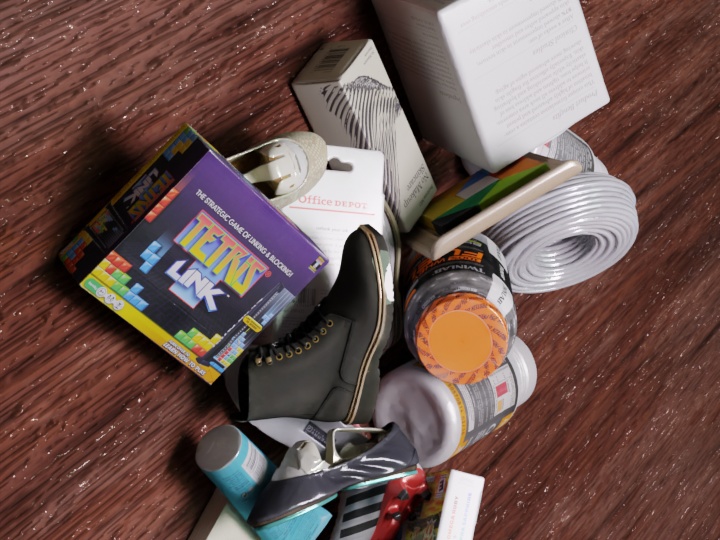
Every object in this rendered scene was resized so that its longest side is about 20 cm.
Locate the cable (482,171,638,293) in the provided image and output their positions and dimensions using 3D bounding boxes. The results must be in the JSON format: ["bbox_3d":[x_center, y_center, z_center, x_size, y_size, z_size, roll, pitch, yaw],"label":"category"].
[{"bbox_3d":[0.238,-0.044,1.961,0.198,0.200,0.070,-10,62,-15],"label":"cable"}]

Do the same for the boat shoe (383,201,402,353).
[{"bbox_3d":[0.000,0.000,1.740,0.068,0.074,0.202,-39,122,-53],"label":"boat shoe"}]

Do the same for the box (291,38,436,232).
[{"bbox_3d":[0.006,-0.140,1.749,0.082,0.068,0.201,-56,132,-37],"label":"box"}]

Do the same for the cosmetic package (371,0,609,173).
[{"bbox_3d":[0.140,-0.247,1.803,0.167,0.166,0.201,-31,120,-16],"label":"cosmetic package"}]

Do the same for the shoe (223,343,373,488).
[{"bbox_3d":[-0.065,0.141,1.667,0.200,0.091,0.072,41,89,-16],"label":"shoe"}]

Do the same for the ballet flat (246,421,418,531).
[{"bbox_3d":[-0.032,0.190,1.584,0.199,0.073,0.074,-16,104,-34],"label":"ballet flat"}]

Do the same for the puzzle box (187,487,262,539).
[{"bbox_3d":[-0.136,0.315,1.604,0.133,0.025,0.201,58,48,-37],"label":"puzzle box"}]

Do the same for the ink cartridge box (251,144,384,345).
[{"bbox_3d":[-0.042,-0.022,1.651,0.115,0.067,0.202,5,87,-23],"label":"ink cartridge box"}]

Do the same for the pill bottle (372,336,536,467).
[{"bbox_3d":[0.111,0.139,1.860,0.199,0.116,0.117,-22,108,-51],"label":"pill bottle"}]

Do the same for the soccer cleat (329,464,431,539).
[{"bbox_3d":[0.001,0.269,1.723,0.068,0.085,0.201,12,118,-40],"label":"soccer cleat"}]

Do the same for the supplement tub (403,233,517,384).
[{"bbox_3d":[0.106,0.040,1.780,0.200,0.121,0.123,-88,165,-70],"label":"supplement tub"}]

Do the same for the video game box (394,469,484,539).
[{"bbox_3d":[0.055,0.308,1.733,0.046,0.200,0.184,15,74,-18],"label":"video game box"}]

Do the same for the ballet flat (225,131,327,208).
[{"bbox_3d":[-0.104,-0.082,1.549,0.199,0.062,0.068,-25,96,-26],"label":"ballet flat"}]

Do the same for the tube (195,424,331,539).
[{"bbox_3d":[-0.091,0.223,1.607,0.078,0.050,0.200,-52,136,-16],"label":"tube"}]

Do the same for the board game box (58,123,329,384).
[{"bbox_3d":[-0.146,-0.010,1.490,0.165,0.057,0.200,-45,135,3],"label":"board game box"}]

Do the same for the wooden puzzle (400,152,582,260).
[{"bbox_3d":[0.129,-0.078,1.771,0.184,0.200,0.037,-31,100,-6],"label":"wooden puzzle"}]

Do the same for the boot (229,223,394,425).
[{"bbox_3d":[-0.048,0.058,1.556,0.137,0.077,0.202,-1,108,-21],"label":"boot"}]

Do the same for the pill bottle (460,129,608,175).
[{"bbox_3d":[0.216,-0.127,1.998,0.200,0.113,0.115,27,70,-51],"label":"pill bottle"}]
